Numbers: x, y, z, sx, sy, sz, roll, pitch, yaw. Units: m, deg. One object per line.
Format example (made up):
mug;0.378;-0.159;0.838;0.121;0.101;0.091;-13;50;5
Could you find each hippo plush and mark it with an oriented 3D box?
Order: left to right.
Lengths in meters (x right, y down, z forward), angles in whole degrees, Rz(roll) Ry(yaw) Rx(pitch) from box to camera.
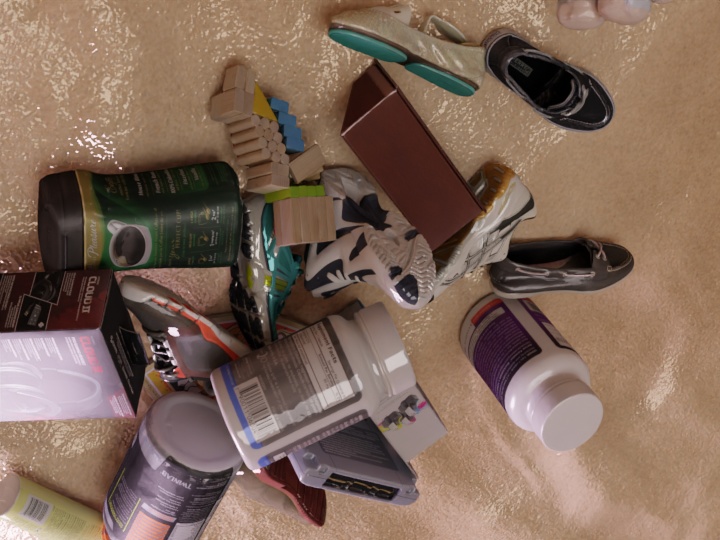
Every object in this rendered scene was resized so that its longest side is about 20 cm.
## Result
hippo plush;0.249;-0.350;1.070;0.199;0.160;0.161;-38;128;3

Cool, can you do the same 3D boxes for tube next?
tube;-0.343;0.299;1.285;0.057;0.053;0.200;-13;143;33

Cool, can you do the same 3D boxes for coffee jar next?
coffee jar;-0.220;-0.050;1.093;0.196;0.086;0.106;-5;130;-22

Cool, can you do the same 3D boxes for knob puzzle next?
knob puzzle;-0.134;0.128;1.279;0.216;0.031;0.223;-11;123;-17

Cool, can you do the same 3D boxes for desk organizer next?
desk organizer;0.049;-0.120;1.182;0.077;0.072;0.200;-37;128;5

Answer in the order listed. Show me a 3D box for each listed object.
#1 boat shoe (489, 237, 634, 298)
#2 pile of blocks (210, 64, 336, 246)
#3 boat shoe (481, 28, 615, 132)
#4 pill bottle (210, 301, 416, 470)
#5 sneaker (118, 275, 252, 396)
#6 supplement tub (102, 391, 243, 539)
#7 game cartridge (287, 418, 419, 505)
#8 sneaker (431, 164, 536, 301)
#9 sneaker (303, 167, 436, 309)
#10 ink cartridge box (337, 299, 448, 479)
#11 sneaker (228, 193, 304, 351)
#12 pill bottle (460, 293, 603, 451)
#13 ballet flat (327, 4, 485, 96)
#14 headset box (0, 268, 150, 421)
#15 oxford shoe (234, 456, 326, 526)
boat shoe;0.252;-0.010;1.343;0.196;0.067;0.058;-9;134;-15
pile of blocks;-0.091;-0.114;1.122;0.082;0.062;0.203;-35;108;-37
boat shoe;0.219;-0.199;1.209;0.198;0.068;0.072;27;107;-35
pill bottle;-0.048;0.117;1.152;0.197;0.114;0.115;-24;127;-5
sneaker;-0.190;0.078;1.151;0.082;0.077;0.200;-54;135;-5
supplement tub;-0.218;0.246;1.246;0.121;0.124;0.201;11;127;-29
game cartridge;-0.023;0.211;1.312;0.198;0.134;0.041;24;117;-43
sneaker;0.129;-0.023;1.274;0.087;0.076;0.200;34;103;-36
sneaker;0.000;0.000;1.163;0.079;0.199;0.131;-13;139;-39
ink cartridge box;0.035;0.145;1.312;0.067;0.116;0.201;-34;129;0
sneaker;-0.096;0.012;1.194;0.079;0.077;0.204;-14;119;-29
pill bottle;0.208;0.122;1.322;0.109;0.201;0.113;-11;124;-16
ballet flat;0.049;-0.238;1.124;0.198;0.067;0.064;17;85;-35
headset box;-0.307;0.076;1.079;0.196;0.078;0.150;-1;139;4
oxford shoe;-0.104;0.264;1.369;0.074;0.071;0.201;-12;138;22
